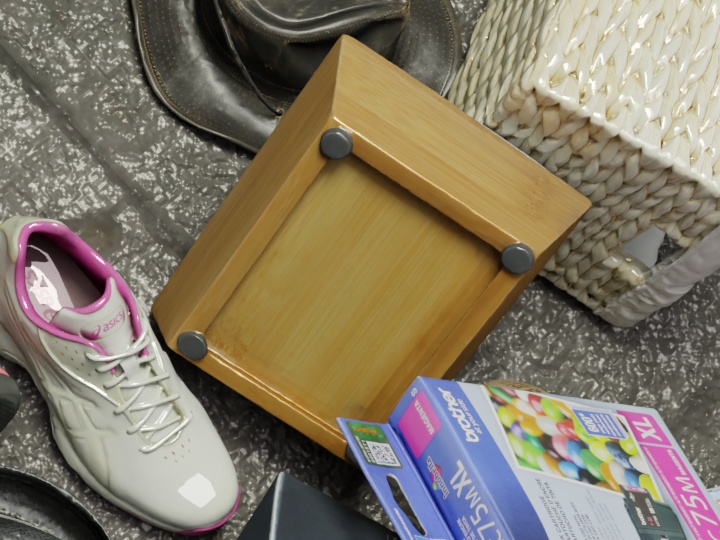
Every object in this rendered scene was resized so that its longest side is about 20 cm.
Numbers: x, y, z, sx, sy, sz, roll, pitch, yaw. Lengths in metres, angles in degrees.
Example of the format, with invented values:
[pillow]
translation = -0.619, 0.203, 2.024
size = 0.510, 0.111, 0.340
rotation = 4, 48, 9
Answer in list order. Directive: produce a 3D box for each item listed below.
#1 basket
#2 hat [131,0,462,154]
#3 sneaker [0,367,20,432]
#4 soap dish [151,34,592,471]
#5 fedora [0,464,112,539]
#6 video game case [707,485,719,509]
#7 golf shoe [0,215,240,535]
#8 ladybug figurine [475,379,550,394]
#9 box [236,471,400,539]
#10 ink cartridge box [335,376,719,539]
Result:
[basket]
translation = 0.151, -0.105, 1.333
size = 0.161, 0.198, 0.200
rotation = 26, 66, -10
[hat]
translation = -0.026, -0.155, 1.352
size = 0.200, 0.081, 0.201
rotation = 6, 72, -18
[sneaker]
translation = -0.273, 0.052, 1.209
size = 0.200, 0.074, 0.087
rotation = -3, 53, -16
[soap dish]
translation = 0.000, 0.000, 1.259
size = 0.157, 0.200, 0.081
rotation = 34, 27, -7
[fedora]
translation = -0.201, 0.179, 1.189
size = 0.200, 0.092, 0.201
rotation = 5, 73, -17
[video game case]
translation = 0.289, 0.204, 1.362
size = 0.181, 0.045, 0.201
rotation = -13, 79, -12
[golf shoe]
translation = -0.132, 0.055, 1.252
size = 0.075, 0.092, 0.200
rotation = -41, 92, -24
[ladybug figurine]
translation = 0.121, 0.142, 1.301
size = 0.200, 0.072, 0.136
rotation = 48, 22, 21
[box]
translation = 0.006, 0.224, 1.205
size = 0.200, 0.107, 0.149
rotation = 30, 108, -9
[ink cartridge box]
translation = 0.094, 0.111, 1.194
size = 0.200, 0.042, 0.119
rotation = 8, 38, -36
